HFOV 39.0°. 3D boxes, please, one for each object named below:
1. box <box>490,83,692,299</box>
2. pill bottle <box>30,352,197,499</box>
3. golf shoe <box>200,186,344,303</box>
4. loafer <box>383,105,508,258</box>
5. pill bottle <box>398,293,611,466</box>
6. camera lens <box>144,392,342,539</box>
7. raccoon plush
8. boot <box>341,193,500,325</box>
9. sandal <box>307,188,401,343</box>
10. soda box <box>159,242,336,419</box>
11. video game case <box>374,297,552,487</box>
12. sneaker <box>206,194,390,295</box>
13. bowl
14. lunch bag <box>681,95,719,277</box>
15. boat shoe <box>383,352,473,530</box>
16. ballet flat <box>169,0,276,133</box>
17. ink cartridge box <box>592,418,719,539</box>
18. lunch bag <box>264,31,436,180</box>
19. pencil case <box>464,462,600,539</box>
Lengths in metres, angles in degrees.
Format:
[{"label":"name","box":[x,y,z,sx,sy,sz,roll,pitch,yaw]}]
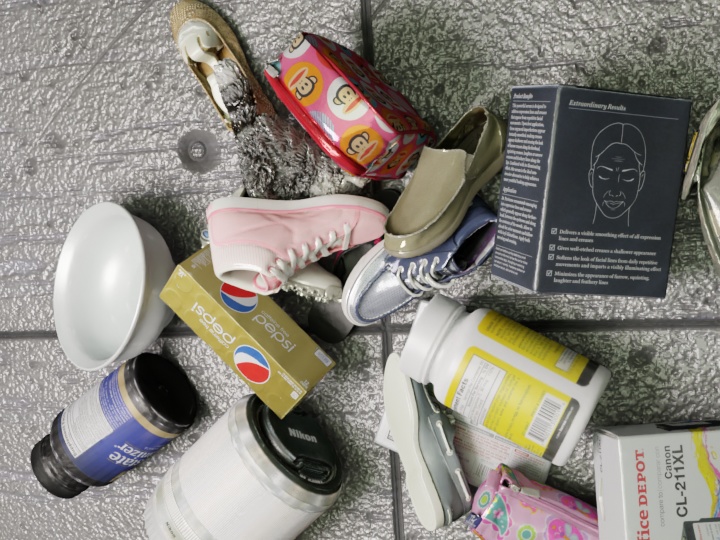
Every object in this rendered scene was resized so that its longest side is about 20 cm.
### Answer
[{"label":"box","box":[0.227,-0.080,1.018,0.148,0.107,0.200,3,99,-18]},{"label":"pill bottle","box":[-0.309,0.196,1.257,0.200,0.112,0.112,-36,84,19]},{"label":"golf shoe","box":[-0.092,-0.032,1.169,0.200,0.078,0.097,27,91,26]},{"label":"loafer","box":[0.085,-0.098,1.070,0.076,0.068,0.200,16,60,47]},{"label":"pill bottle","box":[0.149,0.110,1.071,0.200,0.114,0.114,28,104,14]},{"label":"camera lens","box":[-0.132,0.253,1.179,0.200,0.160,0.160,-45,82,18]},{"label":"raccoon plush","box":[-0.068,-0.144,1.112,0.134,0.097,0.200,-13,129,7]},{"label":"boot","box":[0.065,-0.005,1.097,0.200,0.090,0.073,-47,120,6]},{"label":"sandal","box":[0.000,0.000,1.167,0.075,0.045,0.200,33,105,14]},{"label":"soda box","box":[-0.128,0.066,1.141,0.200,0.064,0.068,45,133,4]},{"label":"video game case","box":[0.133,0.150,1.152,0.200,0.022,0.183,21,102,16]},{"label":"sneaker","box":[-0.065,-0.022,1.093,0.200,0.075,0.105,0,61,-7]},{"label":"bowl","box":[-0.280,0.022,1.223,0.201,0.090,0.201,-8,78,44]},{"label":"lunch bag","box":[0.371,-0.074,0.972,0.117,0.164,0.200,-20,89,18]},{"label":"boat shoe","box":[0.076,0.186,1.143,0.062,0.073,0.200,-12,83,-23]},{"label":"ballet flat","box":[-0.166,-0.237,1.186,0.070,0.065,0.200,-38,83,17]},{"label":"ink cartridge box","box":[0.344,0.226,1.015,0.200,0.083,0.146,-4,88,-3]},{"label":"lunch bag","box":[-0.013,-0.181,1.071,0.082,0.200,0.176,-43,79,16]},{"label":"pencil case","box":[0.214,0.279,1.089,0.200,0.087,0.088,25,104,3]}]
